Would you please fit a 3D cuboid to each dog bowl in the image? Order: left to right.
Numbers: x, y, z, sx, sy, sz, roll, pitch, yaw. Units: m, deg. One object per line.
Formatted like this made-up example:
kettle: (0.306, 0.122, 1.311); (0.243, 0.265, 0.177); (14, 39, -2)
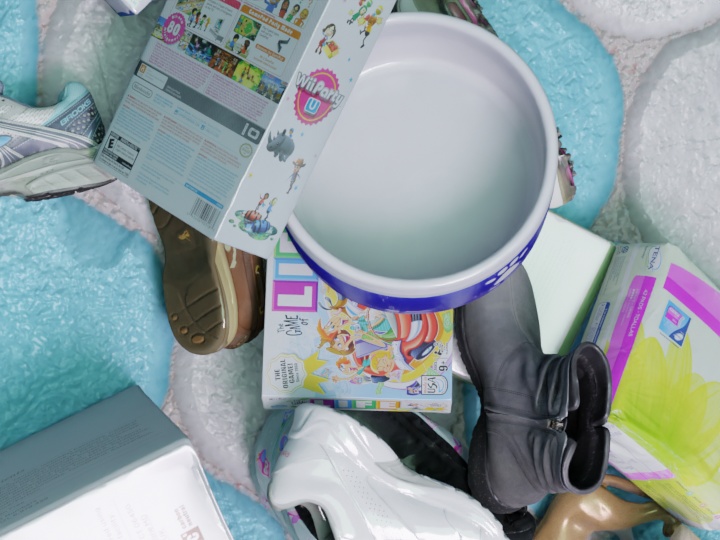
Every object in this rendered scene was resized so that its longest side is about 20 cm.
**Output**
dog bowl: (0.037, -0.073, 1.418); (0.199, 0.079, 0.201); (-1, 75, 3)

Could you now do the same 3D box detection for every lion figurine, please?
lion figurine: (0.156, 0.220, 1.592); (0.122, 0.072, 0.200); (39, 76, -16)

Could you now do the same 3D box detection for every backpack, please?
backpack: (0.011, 0.172, 1.506); (0.200, 0.127, 0.167); (45, 70, -15)

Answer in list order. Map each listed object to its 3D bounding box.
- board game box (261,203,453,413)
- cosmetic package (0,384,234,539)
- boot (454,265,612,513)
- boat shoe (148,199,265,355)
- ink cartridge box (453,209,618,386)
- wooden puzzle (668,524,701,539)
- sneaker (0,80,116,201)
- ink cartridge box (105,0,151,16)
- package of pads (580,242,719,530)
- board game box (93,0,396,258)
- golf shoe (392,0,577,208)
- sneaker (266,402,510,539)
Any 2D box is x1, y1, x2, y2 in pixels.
board game box: (0.000, 0.000, 1.460); (0.134, 0.034, 0.201); (1, 71, 1)
cosmetic package: (-0.176, 0.202, 1.411); (0.166, 0.200, 0.168); (-27, 104, -12)
boot: (0.131, 0.069, 1.447); (0.070, 0.132, 0.201); (3, 73, -28)
boat shoe: (-0.106, -0.041, 1.478); (0.067, 0.072, 0.201); (-7, 92, -50)
ink cartridge box: (0.076, 0.002, 1.545); (0.200, 0.048, 0.146); (27, 88, -7)
wooden puzzle: (0.212, 0.288, 1.579); (0.185, 0.046, 0.200); (-54, 151, -4)
sneaker: (-0.273, -0.085, 1.420); (0.199, 0.078, 0.087); (-10, 88, -23)
ink cartridge box: (-0.137, -0.293, 1.422); (0.200, 0.076, 0.136); (-45, 108, -6)
package of pads: (0.244, 0.094, 1.548); (0.200, 0.068, 0.155); (38, 64, -36)
board game box: (-0.079, -0.130, 1.372); (0.064, 0.147, 0.201); (18, 100, -49)
golf shoe: (0.085, -0.123, 1.523); (0.092, 0.073, 0.200); (-35, 98, 5)
sneaker: (0.019, 0.180, 1.406); (0.200, 0.078, 0.100); (33, 76, -6)
